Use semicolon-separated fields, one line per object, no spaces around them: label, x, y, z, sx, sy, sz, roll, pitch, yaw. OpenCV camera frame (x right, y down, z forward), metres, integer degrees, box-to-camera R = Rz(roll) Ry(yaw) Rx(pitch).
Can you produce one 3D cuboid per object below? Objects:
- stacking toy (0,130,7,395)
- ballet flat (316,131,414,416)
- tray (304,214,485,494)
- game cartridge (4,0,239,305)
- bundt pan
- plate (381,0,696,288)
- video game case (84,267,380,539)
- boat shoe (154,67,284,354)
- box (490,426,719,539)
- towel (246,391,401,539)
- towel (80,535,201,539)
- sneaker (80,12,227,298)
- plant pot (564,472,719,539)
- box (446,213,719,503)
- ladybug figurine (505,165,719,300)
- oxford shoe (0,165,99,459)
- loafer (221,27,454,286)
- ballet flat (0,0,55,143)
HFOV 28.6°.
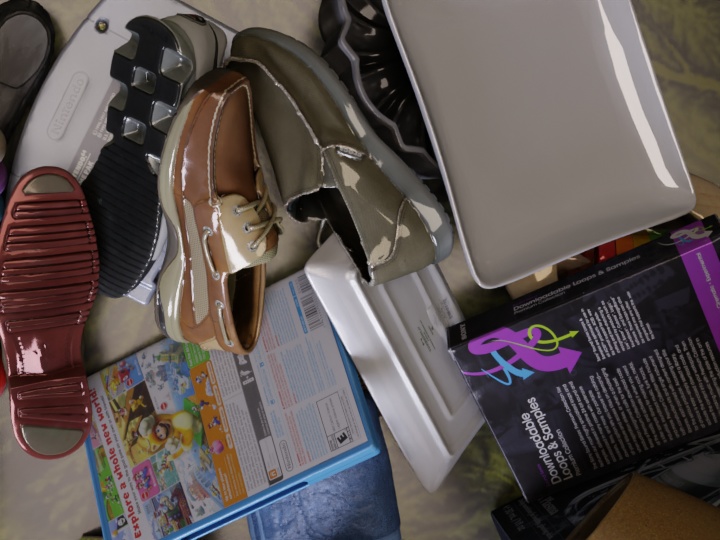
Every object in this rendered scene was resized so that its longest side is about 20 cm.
stacking toy;-0.268;0.005;0.944;0.084;0.086;0.202;-4;115;-5
ballet flat;0.000;0.000;0.996;0.064;0.071;0.203;4;85;2
tray;0.040;0.045;0.964;0.108;0.022;0.201;-49;122;-36
game cartridge;-0.163;-0.095;0.986;0.132;0.042;0.202;27;91;-2
bundt pan;0.055;-0.152;0.956;0.200;0.076;0.205;5;79;-29
plate;0.115;-0.107;0.921;0.198;0.032;0.202;-19;90;-31
video game case;-0.095;0.098;0.952;0.198;0.018;0.144;-26;59;11
boat shoe;-0.083;-0.031;0.905;0.073;0.076;0.202;23;129;19
box;0.213;0.197;0.958;0.195;0.200;0.125;-24;96;-3
towel;-0.024;0.184;0.985;0.110;0.049;0.203;-6;103;19
towel;-0.147;0.285;0.966;0.142;0.023;0.203;-8;84;38
sneaker;-0.131;-0.074;0.940;0.074;0.088;0.202;32;116;19
plant pot;0.197;0.214;0.781;0.200;0.186;0.187;42;90;7
box;0.175;0.064;0.965;0.198;0.036;0.144;-23;116;10
ladybug figurine;0.193;-0.007;1.006;0.197;0.072;0.138;6;94;-5
oxford shoe;-0.216;0.022;0.947;0.070;0.075;0.203;0;111;-19
loafer;-0.026;-0.071;0.894;0.069;0.075;0.200;-38;75;-17
ballet flat;-0.273;-0.098;0.976;0.066;0.057;0.201;35;97;-20
